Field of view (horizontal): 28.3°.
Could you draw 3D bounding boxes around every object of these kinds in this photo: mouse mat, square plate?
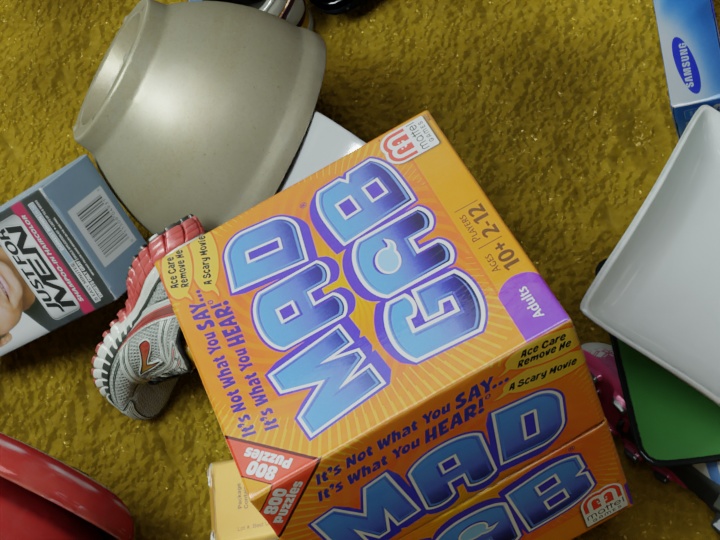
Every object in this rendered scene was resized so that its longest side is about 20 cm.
[{"bbox_3d":[0.266,0.050,0.953,0.197,0.008,0.163,-4,56,-4],"label":"mouse mat"},{"bbox_3d":[0.263,0.015,0.934,0.199,0.029,0.199,35,60,3],"label":"square plate"}]

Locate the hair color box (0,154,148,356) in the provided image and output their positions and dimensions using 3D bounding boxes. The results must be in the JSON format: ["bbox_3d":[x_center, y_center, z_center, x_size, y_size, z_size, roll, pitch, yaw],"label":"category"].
[{"bbox_3d":[-0.258,-0.003,1.104,0.199,0.100,0.061,-23,16,41],"label":"hair color box"}]

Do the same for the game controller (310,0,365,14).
[{"bbox_3d":[0.027,-0.298,1.205,0.199,0.042,0.105,-36,62,0],"label":"game controller"}]

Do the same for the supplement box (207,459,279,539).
[{"bbox_3d":[-0.008,0.159,1.019,0.197,0.069,0.067,-12,64,13],"label":"supplement box"}]

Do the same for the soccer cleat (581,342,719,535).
[{"bbox_3d":[0.233,0.108,0.961,0.086,0.070,0.200,-38,64,-16],"label":"soccer cleat"}]

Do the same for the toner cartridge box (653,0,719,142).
[{"bbox_3d":[0.240,-0.190,1.057,0.043,0.095,0.203,-11,65,16],"label":"toner cartridge box"}]

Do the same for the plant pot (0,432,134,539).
[{"bbox_3d":[-0.273,0.215,1.016,0.198,0.201,0.184,17,72,24],"label":"plant pot"}]

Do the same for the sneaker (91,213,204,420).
[{"bbox_3d":[-0.140,0.054,1.051,0.082,0.201,0.078,45,50,16],"label":"sneaker"}]

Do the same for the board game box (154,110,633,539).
[{"bbox_3d":[0.022,0.071,0.888,0.198,0.201,0.201,-28,47,-2],"label":"board game box"}]

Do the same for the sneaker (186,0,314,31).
[{"bbox_3d":[-0.140,-0.191,1.194,0.198,0.090,0.075,-30,61,4],"label":"sneaker"}]

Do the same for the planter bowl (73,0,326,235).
[{"bbox_3d":[-0.134,-0.122,1.083,0.201,0.134,0.201,-50,24,31],"label":"planter bowl"}]

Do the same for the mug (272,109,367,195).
[{"bbox_3d":[-0.007,-0.005,1.047,0.186,0.149,0.154,36,91,34],"label":"mug"}]
